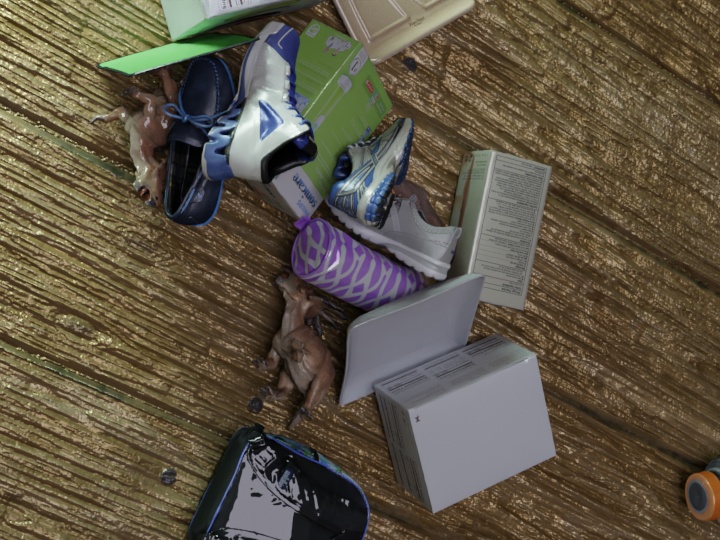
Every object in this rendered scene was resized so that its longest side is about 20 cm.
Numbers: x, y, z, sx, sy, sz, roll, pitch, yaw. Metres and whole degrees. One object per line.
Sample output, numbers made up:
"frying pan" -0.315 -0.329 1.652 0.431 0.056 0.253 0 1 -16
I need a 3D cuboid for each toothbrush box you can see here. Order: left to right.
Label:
"toothbrush box" -0.065 -0.184 1.483 0.201 0.086 0.146 -55 151 -10

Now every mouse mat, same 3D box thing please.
"mouse mat" -0.218 -0.256 1.395 0.160 0.200 0.008 -20 108 -18

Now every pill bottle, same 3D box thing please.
"pill bottle" 0.593 0.330 1.800 0.198 0.106 0.107 -5 95 -20

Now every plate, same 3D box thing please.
"plate" 0.059 0.084 1.556 0.198 0.201 0.032 -21 60 -18

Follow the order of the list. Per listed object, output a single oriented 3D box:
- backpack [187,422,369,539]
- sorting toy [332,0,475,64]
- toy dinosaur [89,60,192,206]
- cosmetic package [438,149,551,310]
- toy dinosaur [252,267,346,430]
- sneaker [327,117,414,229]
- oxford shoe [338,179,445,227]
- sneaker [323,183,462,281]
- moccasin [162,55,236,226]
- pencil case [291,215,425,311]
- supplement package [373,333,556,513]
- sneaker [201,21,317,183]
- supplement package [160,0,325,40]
"backpack" -0.099 0.307 1.505 0.199 0.147 0.184 27 83 -17
"sorting toy" 0.036 -0.398 1.577 0.184 0.036 0.201 -32 100 -17
"toy dinosaur" -0.235 -0.180 1.457 0.136 0.086 0.200 45 73 -17
"cosmetic package" 0.182 -0.055 1.624 0.102 0.087 0.202 14 87 -23
"toy dinosaur" -0.067 0.109 1.539 0.136 0.085 0.202 -43 131 -50
"sneaker" 0.013 -0.137 1.490 0.084 0.201 0.078 16 130 9
"oxford shoe" 0.039 -0.098 1.588 0.200 0.071 0.073 48 39 -8
"sneaker" 0.041 -0.067 1.530 0.199 0.075 0.082 31 93 12
"moccasin" -0.190 -0.152 1.393 0.068 0.080 0.202 -4 98 -58
"pencil case" 0.000 0.000 1.531 0.199 0.084 0.086 27 45 -43
"supplement package" 0.142 0.203 1.601 0.198 0.111 0.157 -21 110 -18
"sneaker" -0.092 -0.177 1.368 0.114 0.081 0.201 17 71 14
"supplement package" -0.134 -0.379 1.423 0.198 0.191 0.149 -18 99 -19
